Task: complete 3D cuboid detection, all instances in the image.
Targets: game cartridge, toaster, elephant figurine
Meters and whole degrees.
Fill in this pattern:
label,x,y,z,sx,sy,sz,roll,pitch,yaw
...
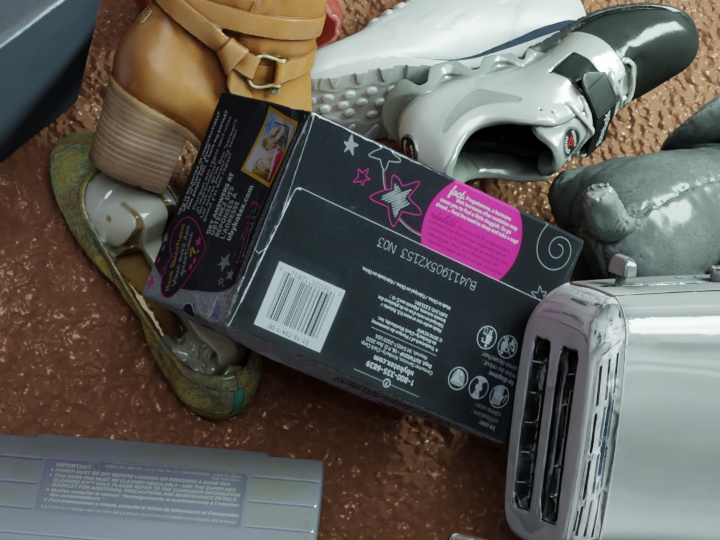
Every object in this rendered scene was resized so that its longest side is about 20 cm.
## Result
label,x,y,z,sx,sy,sz,roll,pitch,yaw
game cartridge,-0.123,0.147,1.599,0.199,0.038,0.130,5,34,2
toaster,0.159,0.093,1.593,0.129,0.114,0.201,5,97,-21
elephant figurine,0.222,-0.044,1.705,0.200,0.155,0.142,-24,112,-5

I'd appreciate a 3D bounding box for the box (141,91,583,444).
label,x,y,z,sx,sy,sz,roll,pitch,yaw
box,0.000,0.000,1.618,0.200,0.115,0.132,24,87,-30

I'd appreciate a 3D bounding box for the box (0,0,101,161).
label,x,y,z,sx,sy,sz,roll,pitch,yaw
box,-0.257,-0.173,1.640,0.117,0.197,0.200,-39,82,-21

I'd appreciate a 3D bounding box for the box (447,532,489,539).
label,x,y,z,sx,sy,sz,roll,pitch,yaw
box,0.114,0.258,1.575,0.199,0.166,0.165,13,69,-5

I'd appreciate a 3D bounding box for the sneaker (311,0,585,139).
label,x,y,z,sx,sy,sz,roll,pitch,yaw
sneaker,0.045,-0.138,1.758,0.200,0.076,0.081,-12,64,-20

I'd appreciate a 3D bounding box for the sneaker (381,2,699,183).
label,x,y,z,sx,sy,sz,roll,pitch,yaw
sneaker,0.121,-0.094,1.709,0.200,0.074,0.089,-21,45,-10

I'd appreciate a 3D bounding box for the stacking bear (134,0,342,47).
label,x,y,z,sx,sy,sz,roll,pitch,yaw
stacking bear,-0.067,-0.239,1.747,0.121,0.114,0.200,38,50,-36

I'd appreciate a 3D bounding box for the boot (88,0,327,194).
label,x,y,z,sx,sy,sz,roll,pitch,yaw
boot,-0.045,-0.105,1.663,0.200,0.074,0.155,14,112,-29

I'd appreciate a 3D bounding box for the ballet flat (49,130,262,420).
label,x,y,z,sx,sy,sz,roll,pitch,yaw
ballet flat,-0.116,-0.006,1.678,0.071,0.071,0.200,-27,78,-18
